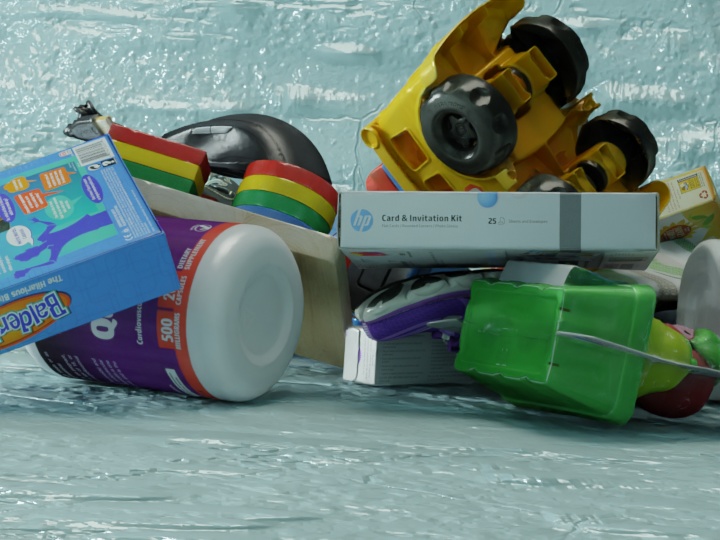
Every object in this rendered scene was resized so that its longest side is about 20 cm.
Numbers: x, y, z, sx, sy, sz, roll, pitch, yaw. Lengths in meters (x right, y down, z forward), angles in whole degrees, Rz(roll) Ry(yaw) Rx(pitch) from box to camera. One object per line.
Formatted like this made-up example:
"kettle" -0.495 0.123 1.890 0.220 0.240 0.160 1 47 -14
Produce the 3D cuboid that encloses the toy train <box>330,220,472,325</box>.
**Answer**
"toy train" 0.000 0.000 1.640 0.200 0.087 0.114 25 -7 33

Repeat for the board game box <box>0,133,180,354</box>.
"board game box" -0.225 -0.005 1.329 0.200 0.045 0.152 -20 32 -9

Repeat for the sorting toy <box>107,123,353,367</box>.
"sorting toy" -0.095 -0.024 1.515 0.198 0.070 0.200 17 -21 9

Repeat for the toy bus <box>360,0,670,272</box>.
"toy bus" 0.097 -0.070 1.597 0.192 0.200 0.136 -38 3 46

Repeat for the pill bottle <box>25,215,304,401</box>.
"pill bottle" -0.144 0.020 1.407 0.200 0.113 0.112 5 5 30

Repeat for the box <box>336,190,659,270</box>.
"box" 0.091 -0.025 1.418 0.199 0.041 0.156 -1 -5 5

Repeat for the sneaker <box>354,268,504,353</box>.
"sneaker" 0.092 0.042 1.486 0.200 0.084 0.081 3 -6 -27

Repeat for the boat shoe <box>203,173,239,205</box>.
"boat shoe" -0.122 -0.045 1.698 0.073 0.062 0.200 -6 -15 11

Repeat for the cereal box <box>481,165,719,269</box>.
"cereal box" 0.209 -0.013 1.814 0.200 0.040 0.144 -18 -25 10

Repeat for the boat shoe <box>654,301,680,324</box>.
"boat shoe" 0.237 0.048 1.667 0.075 0.062 0.200 5 5 10

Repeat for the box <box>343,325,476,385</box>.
"box" 0.079 0.058 1.550 0.200 0.042 0.039 -1 5 -37

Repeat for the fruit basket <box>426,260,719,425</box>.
"fruit basket" 0.171 0.049 1.397 0.200 0.094 0.185 7 -1 -30

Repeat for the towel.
"towel" 0.216 -0.003 1.666 0.200 0.031 0.149 2 9 -33

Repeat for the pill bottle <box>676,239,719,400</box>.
"pill bottle" 0.333 0.038 1.529 0.200 0.114 0.114 3 4 -10

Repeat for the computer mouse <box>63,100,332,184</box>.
"computer mouse" -0.118 -0.098 1.541 0.140 0.046 0.200 16 -4 -40
